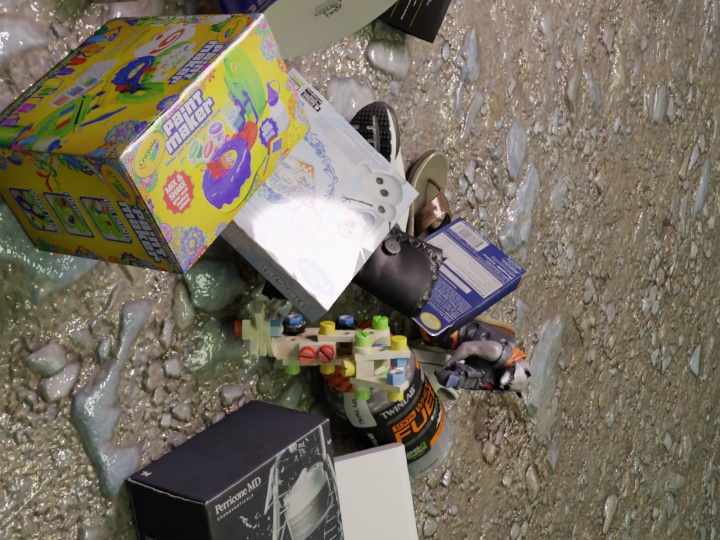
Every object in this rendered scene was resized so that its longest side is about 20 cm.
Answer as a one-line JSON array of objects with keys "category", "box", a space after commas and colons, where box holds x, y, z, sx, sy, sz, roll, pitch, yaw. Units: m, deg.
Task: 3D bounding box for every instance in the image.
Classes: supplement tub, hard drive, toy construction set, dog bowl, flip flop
[{"category": "supplement tub", "box": [0.030, 0.162, 1.348, 0.123, 0.122, 0.201, -58, 138, -29]}, {"category": "hard drive", "box": [0.003, 0.318, 1.289, 0.130, 0.026, 0.202, -10, 95, -18]}, {"category": "toy construction set", "box": [-0.043, 0.088, 1.204, 0.131, 0.198, 0.093, -82, -174, -73]}, {"category": "dog bowl", "box": [-0.045, -0.295, 1.087, 0.199, 0.199, 0.079, -16, 78, -51]}, {"category": "flip flop", "box": [0.090, -0.059, 1.444, 0.081, 0.057, 0.202, 22, 78, -53]}]

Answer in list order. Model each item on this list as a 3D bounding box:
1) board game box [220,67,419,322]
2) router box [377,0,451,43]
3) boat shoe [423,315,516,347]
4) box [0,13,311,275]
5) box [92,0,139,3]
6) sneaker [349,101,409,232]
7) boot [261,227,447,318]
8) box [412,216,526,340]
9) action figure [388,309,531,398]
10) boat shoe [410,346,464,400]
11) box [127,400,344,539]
[{"category": "board game box", "box": [-0.063, -0.084, 1.155, 0.200, 0.043, 0.199, 44, 54, -7]}, {"category": "router box", "box": [0.073, -0.393, 1.315, 0.149, 0.051, 0.202, 10, 108, -54]}, {"category": "boat shoe", "box": [0.153, 0.095, 1.551, 0.199, 0.070, 0.071, 18, 74, -45]}, {"category": "box", "box": [-0.186, -0.117, 0.940, 0.200, 0.191, 0.123, -53, 135, -33]}, {"category": "box", "box": [-0.235, -0.337, 0.935, 0.082, 0.068, 0.201, -56, 136, -31]}, {"category": "sneaker", "box": [0.023, -0.111, 1.340, 0.080, 0.073, 0.202, -29, 127, -52]}, {"category": "boot", "box": [0.000, 0.000, 1.223, 0.200, 0.167, 0.077, -54, 176, -48]}, {"category": "box", "box": [0.105, 0.012, 1.358, 0.199, 0.121, 0.033, -29, 152, -42]}, {"category": "action figure", "box": [0.132, 0.089, 1.365, 0.105, 0.193, 0.200, -56, 164, 9]}, {"category": "boat shoe", "box": [0.085, 0.144, 1.471, 0.200, 0.070, 0.071, 23, 77, -59]}, {"category": "box", "box": [-0.125, 0.275, 1.159, 0.199, 0.123, 0.199, -29, 117, -48]}]
